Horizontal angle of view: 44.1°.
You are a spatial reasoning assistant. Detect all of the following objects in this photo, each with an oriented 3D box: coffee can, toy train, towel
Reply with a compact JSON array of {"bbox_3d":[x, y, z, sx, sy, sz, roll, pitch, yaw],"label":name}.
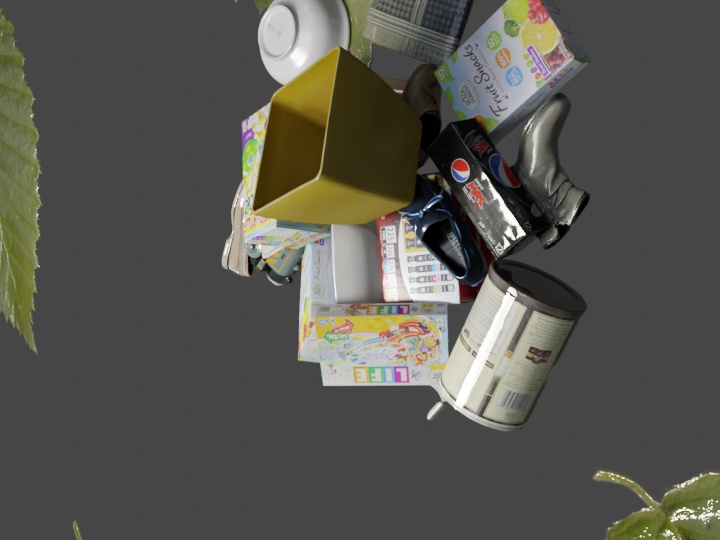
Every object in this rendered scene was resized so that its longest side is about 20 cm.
[{"bbox_3d":[0.214,0.105,1.274,0.146,0.146,0.201,37,115,34],"label":"coffee can"},{"bbox_3d":[-0.132,-0.066,1.625,0.114,0.085,0.200,46,120,20],"label":"toy train"},{"bbox_3d":[0.102,-0.444,1.441,0.199,0.034,0.194,31,114,34],"label":"towel"}]

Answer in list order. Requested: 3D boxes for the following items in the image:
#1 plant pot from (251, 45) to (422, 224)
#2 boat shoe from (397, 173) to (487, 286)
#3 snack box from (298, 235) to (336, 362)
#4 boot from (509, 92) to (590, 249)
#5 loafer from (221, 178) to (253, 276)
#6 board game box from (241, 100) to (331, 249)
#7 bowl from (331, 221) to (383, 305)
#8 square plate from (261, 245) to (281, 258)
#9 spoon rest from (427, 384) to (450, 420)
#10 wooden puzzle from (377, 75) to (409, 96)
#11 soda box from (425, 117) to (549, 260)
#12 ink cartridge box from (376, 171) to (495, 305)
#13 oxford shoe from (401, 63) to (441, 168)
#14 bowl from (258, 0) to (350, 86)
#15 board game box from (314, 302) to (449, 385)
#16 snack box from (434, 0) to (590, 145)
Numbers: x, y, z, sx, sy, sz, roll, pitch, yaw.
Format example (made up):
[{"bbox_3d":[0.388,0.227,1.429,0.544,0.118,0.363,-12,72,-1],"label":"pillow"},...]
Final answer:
[{"bbox_3d":[-0.024,-0.168,1.289,0.200,0.176,0.201,-19,58,53],"label":"plant pot"},{"bbox_3d":[0.115,-0.069,1.288,0.084,0.069,0.200,-48,69,18],"label":"boat shoe"},{"bbox_3d":[-0.071,0.035,1.501,0.142,0.053,0.201,111,162,-58],"label":"snack box"},{"bbox_3d":[0.281,-0.139,1.269,0.131,0.067,0.201,43,126,29],"label":"boot"},{"bbox_3d":[-0.212,-0.084,1.710,0.063,0.072,0.201,26,116,20],"label":"loafer"},{"bbox_3d":[-0.119,-0.147,1.404,0.105,0.102,0.202,-20,70,52],"label":"board game box"},{"bbox_3d":[0.000,0.000,1.451,0.074,0.200,0.202,-4,95,4],"label":"bowl"},{"bbox_3d":[-0.115,-0.139,1.510,0.198,0.028,0.202,-24,66,51],"label":"square plate"},{"bbox_3d":[0.098,0.155,1.449,0.100,0.060,0.201,-52,46,28],"label":"spoon rest"},{"bbox_3d":[0.011,-0.225,1.487,0.184,0.046,0.202,12,95,19],"label":"wooden puzzle"},{"bbox_3d":[0.182,-0.120,1.282,0.071,0.063,0.201,-45,71,43],"label":"soda box"},{"bbox_3d":[0.121,-0.048,1.371,0.174,0.084,0.202,-6,89,27],"label":"ink cartridge box"},{"bbox_3d":[0.105,-0.242,1.376,0.075,0.070,0.201,-24,49,53],"label":"oxford shoe"},{"bbox_3d":[-0.119,-0.420,1.594,0.200,0.090,0.203,1,92,41],"label":"bowl"},{"bbox_3d":[0.036,0.114,1.355,0.198,0.034,0.135,-2,123,7],"label":"board game box"},{"bbox_3d":[0.219,-0.299,1.310,0.200,0.053,0.143,-40,65,36],"label":"snack box"}]
